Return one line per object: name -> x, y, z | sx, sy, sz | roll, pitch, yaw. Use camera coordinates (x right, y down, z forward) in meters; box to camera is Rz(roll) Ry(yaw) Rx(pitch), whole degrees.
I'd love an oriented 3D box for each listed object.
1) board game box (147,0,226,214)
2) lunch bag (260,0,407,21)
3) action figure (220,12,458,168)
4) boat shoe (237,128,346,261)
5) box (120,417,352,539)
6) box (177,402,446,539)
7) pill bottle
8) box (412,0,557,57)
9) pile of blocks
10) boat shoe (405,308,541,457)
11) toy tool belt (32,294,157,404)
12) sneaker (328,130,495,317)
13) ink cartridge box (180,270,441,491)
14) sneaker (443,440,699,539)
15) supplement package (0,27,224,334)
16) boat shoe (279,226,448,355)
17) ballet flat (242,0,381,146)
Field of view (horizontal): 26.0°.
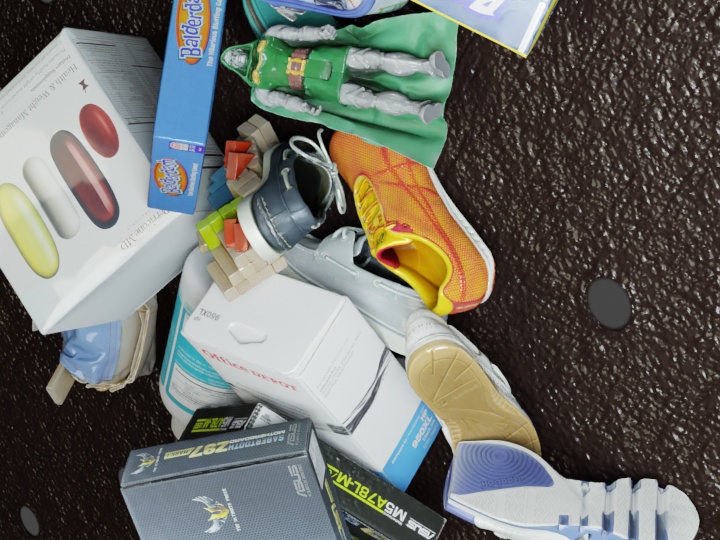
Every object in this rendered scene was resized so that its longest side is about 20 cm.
board game box -> -0.140, -0.168, 1.281 | 0.152, 0.044, 0.202 | 115, 162, -68
lunch bag -> -0.030, -0.295, 1.212 | 0.159, 0.075, 0.202 | 19, 115, 34
action figure -> -0.024, -0.154, 1.216 | 0.198, 0.055, 0.120 | 11, 89, 29
boat shoe -> -0.049, -0.069, 1.272 | 0.061, 0.200, 0.075 | -26, 100, 17
box -> -0.089, 0.224, 1.266 | 0.156, 0.051, 0.202 | -10, 119, 10
box -> -0.048, 0.185, 1.365 | 0.199, 0.048, 0.193 | 34, 160, -16
pill bottle -> -0.128, 0.077, 1.462 | 0.111, 0.110, 0.201 | 39, 132, 26
box -> 0.050, -0.232, 1.114 | 0.198, 0.064, 0.071 | 27, 117, 3
pile of blocks -> -0.110, -0.066, 1.326 | 0.081, 0.201, 0.062 | -17, 130, 13
boat shoe -> 0.091, 0.102, 1.260 | 0.070, 0.070, 0.201 | -105, -12, -48
toy tool belt -> -0.273, 0.029, 1.576 | 0.124, 0.122, 0.202 | 21, 122, 37
sneaker -> 0.031, -0.048, 1.268 | 0.200, 0.077, 0.073 | 50, 137, 28
ink cartridge box -> -0.038, 0.091, 1.328 | 0.144, 0.085, 0.200 | 17, 155, 39
sneaker -> 0.158, 0.214, 1.232 | 0.197, 0.081, 0.116 | 14, 132, 6
supplement package -> -0.244, -0.082, 1.434 | 0.191, 0.147, 0.201 | -39, 79, 22
boat shoe -> 0.000, 0.000, 1.341 | 0.200, 0.070, 0.072 | 32, 111, 31
ballet flat -> -0.031, -0.167, 1.290 | 0.200, 0.067, 0.071 | 43, 148, 26
